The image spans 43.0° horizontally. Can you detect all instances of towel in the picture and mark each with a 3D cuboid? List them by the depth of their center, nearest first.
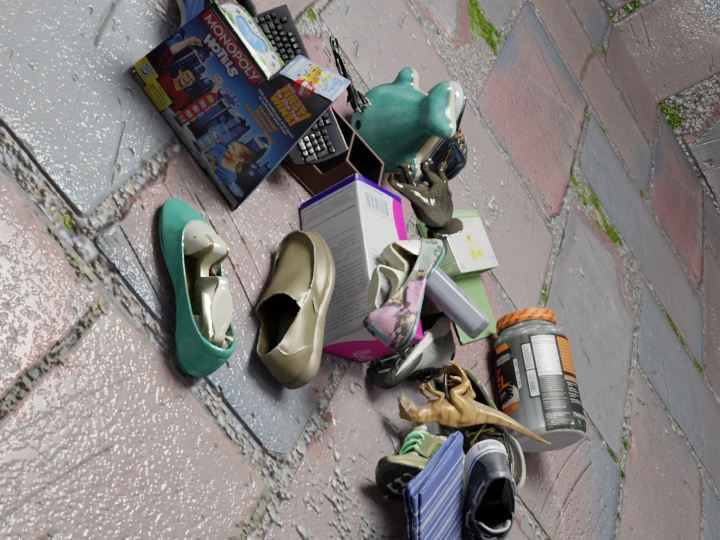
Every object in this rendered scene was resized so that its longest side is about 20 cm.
[{"bbox_3d":[0.086,0.304,1.065,0.145,0.024,0.203,-35,130,-56],"label":"towel"}]

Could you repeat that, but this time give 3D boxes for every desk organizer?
[{"bbox_3d":[-0.060,-0.169,1.195,0.200,0.076,0.072,45,38,-29],"label":"desk organizer"}]

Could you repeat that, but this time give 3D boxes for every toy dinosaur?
[{"bbox_3d":[0.137,0.180,1.188,0.197,0.061,0.107,8,51,-11],"label":"toy dinosaur"},{"bbox_3d":[0.097,-0.096,1.251,0.103,0.076,0.200,68,9,19],"label":"toy dinosaur"}]

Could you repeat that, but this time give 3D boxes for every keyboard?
[{"bbox_3d":[-0.062,-0.237,1.140,0.126,0.021,0.202,-23,88,-17],"label":"keyboard"}]

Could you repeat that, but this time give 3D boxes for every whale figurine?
[{"bbox_3d":[0.057,-0.210,1.292,0.103,0.199,0.162,0,88,-28],"label":"whale figurine"}]

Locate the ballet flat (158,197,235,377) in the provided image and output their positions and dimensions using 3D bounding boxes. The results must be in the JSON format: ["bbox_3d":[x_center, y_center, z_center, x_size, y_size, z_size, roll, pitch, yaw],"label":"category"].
[{"bbox_3d":[-0.160,0.008,0.943,0.067,0.070,0.202,15,57,-49],"label":"ballet flat"}]

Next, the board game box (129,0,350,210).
[{"bbox_3d":[-0.121,-0.196,1.013,0.201,0.198,0.062,54,35,-17],"label":"board game box"}]

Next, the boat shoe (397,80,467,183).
[{"bbox_3d":[0.129,-0.207,1.369,0.090,0.201,0.072,-5,59,-26],"label":"boat shoe"}]

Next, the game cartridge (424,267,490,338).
[{"bbox_3d":[0.121,0.034,1.259,0.133,0.041,0.200,41,5,1],"label":"game cartridge"}]

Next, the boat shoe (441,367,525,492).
[{"bbox_3d":[0.159,0.213,1.230,0.061,0.071,0.202,48,12,-40],"label":"boat shoe"}]

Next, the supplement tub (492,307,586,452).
[{"bbox_3d":[0.272,0.169,1.412,0.122,0.122,0.202,25,50,-45],"label":"supplement tub"}]

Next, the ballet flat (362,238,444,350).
[{"bbox_3d":[0.049,0.010,1.072,0.071,0.069,0.201,36,40,-8],"label":"ballet flat"}]

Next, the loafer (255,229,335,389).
[{"bbox_3d":[-0.076,0.032,1.043,0.067,0.075,0.202,38,41,-45],"label":"loafer"}]

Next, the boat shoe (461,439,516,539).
[{"bbox_3d":[0.160,0.303,1.134,0.068,0.071,0.202,-110,-162,-52],"label":"boat shoe"}]

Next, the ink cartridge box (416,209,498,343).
[{"bbox_3d":[0.173,0.005,1.447,0.145,0.048,0.202,-7,73,-57],"label":"ink cartridge box"}]

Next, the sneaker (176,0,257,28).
[{"bbox_3d":[-0.172,-0.328,1.107,0.076,0.110,0.202,32,45,-40],"label":"sneaker"}]

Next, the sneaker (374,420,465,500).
[{"bbox_3d":[0.071,0.232,1.145,0.199,0.077,0.089,20,41,-55],"label":"sneaker"}]

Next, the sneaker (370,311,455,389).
[{"bbox_3d":[0.081,0.117,1.220,0.200,0.073,0.080,-29,99,-58],"label":"sneaker"}]

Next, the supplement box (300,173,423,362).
[{"bbox_3d":[0.000,0.000,1.150,0.101,0.103,0.202,23,50,-47],"label":"supplement box"}]
